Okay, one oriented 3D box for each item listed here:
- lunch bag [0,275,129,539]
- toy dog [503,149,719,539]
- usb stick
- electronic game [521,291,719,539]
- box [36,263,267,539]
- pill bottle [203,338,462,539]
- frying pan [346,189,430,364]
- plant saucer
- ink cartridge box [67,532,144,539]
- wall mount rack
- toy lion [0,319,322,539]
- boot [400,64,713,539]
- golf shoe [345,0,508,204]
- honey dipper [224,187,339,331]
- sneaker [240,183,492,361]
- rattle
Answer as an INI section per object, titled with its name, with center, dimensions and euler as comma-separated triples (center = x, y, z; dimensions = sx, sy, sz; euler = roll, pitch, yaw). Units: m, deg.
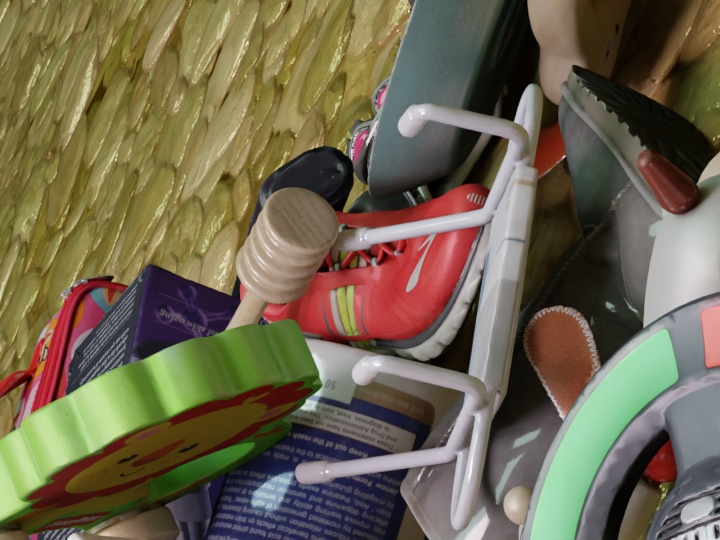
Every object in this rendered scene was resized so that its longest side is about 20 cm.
[lunch bag]
center = -0.140, 0.110, 1.571
dimensions = 0.082, 0.176, 0.200
euler = -40, 34, 55
[toy dog]
center = 0.113, 0.030, 1.067
dimensions = 0.200, 0.096, 0.132
euler = -64, 21, -5
[usb stick]
center = -0.038, -0.015, 1.446
dimensions = 0.055, 0.033, 0.200
euler = -33, -10, -16
[electronic game]
center = 0.131, 0.103, 0.950
dimensions = 0.200, 0.042, 0.200
euler = -18, 65, 43
[box]
center = -0.084, 0.122, 1.454
dimensions = 0.104, 0.148, 0.200
euler = -47, 29, 46
[pill bottle]
center = -0.022, 0.142, 1.312
dimensions = 0.111, 0.111, 0.200
euler = -13, 57, 68
[frying pan]
center = 0.000, -0.011, 1.471
dimensions = 0.190, 0.031, 0.115
euler = -124, 35, -51
[plant saucer]
center = 0.057, -0.122, 1.311
dimensions = 0.200, 0.036, 0.200
euler = 21, -90, -82
[ink cartridge box]
center = -0.064, 0.205, 1.163
dimensions = 0.200, 0.128, 0.125
euler = 37, 106, 42
[wall mount rack]
center = 0.025, 0.017, 1.174
dimensions = 0.174, 0.074, 0.200
euler = 110, 171, -68
[toy lion]
center = -0.094, 0.075, 1.199
dimensions = 0.192, 0.200, 0.069
euler = -29, 78, 22
[boot]
center = 0.086, 0.023, 1.209
dimensions = 0.200, 0.073, 0.182
euler = -62, 18, 20
[golf shoe]
center = 0.061, -0.121, 1.452
dimensions = 0.088, 0.077, 0.200
euler = 47, 123, 61
[honey dipper]
center = -0.058, 0.032, 1.324
dimensions = 0.200, 0.038, 0.038
euler = 119, 162, -50
[sneaker]
center = 0.000, 0.000, 1.312
dimensions = 0.200, 0.085, 0.077
euler = -29, 37, 57
[rattle]
center = 0.147, -0.123, 1.274
dimensions = 0.130, 0.143, 0.200
euler = -77, -11, -59
